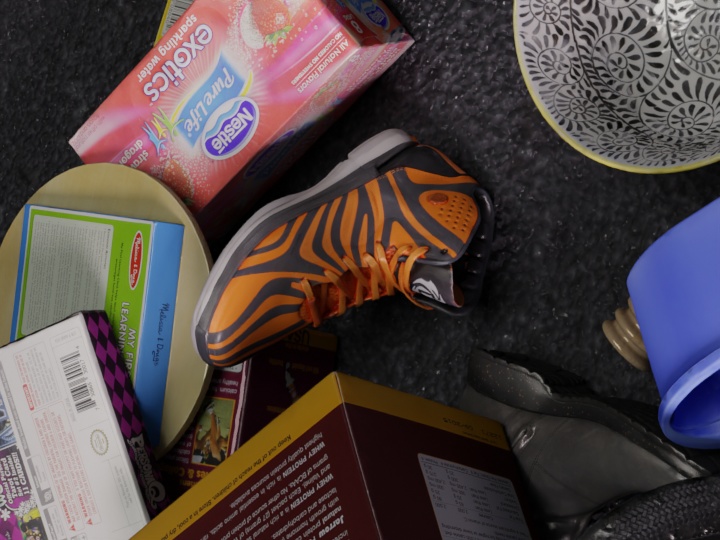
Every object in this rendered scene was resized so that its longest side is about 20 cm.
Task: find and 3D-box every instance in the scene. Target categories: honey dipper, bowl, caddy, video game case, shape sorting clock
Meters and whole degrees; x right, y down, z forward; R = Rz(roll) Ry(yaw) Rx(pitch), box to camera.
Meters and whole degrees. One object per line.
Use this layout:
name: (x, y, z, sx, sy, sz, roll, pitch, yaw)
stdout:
honey dipper: (0.211, -0.025, 0.906, 0.200, 0.038, 0.038, -46, 57, 18)
bowl: (0.189, -0.142, 0.904, 0.200, 0.094, 0.202, -8, 77, 37)
caddy: (0.226, 0.019, 0.813, 0.200, 0.141, 0.105, -36, 58, 29)
video game case: (-0.203, 0.148, 1.038, 0.181, 0.036, 0.201, -23, 82, 22)
shape sorting clock: (-0.165, 0.032, 1.080, 0.199, 0.039, 0.201, -4, 84, 39)

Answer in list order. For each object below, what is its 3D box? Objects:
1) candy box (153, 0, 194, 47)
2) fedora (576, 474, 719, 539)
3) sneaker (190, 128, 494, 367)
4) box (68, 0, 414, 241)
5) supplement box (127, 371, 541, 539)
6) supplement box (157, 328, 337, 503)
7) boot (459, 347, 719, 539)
candy box: (-0.078, -0.225, 1.179, 0.102, 0.026, 0.201, 21, 95, 35)
fedora: (0.168, 0.173, 0.824, 0.201, 0.200, 0.092, -66, 16, 8)
sneaker: (0.000, 0.000, 0.992, 0.112, 0.078, 0.200, 34, 65, 32)
box: (-0.077, -0.114, 1.094, 0.200, 0.095, 0.103, -43, 82, 24)
supplement box: (-0.008, 0.200, 0.887, 0.197, 0.132, 0.201, -41, 49, 29)
supplement box: (-0.093, 0.130, 1.082, 0.110, 0.085, 0.201, 3, 83, 39)
boot: (0.119, 0.131, 0.933, 0.200, 0.070, 0.132, 22, 98, 50)
